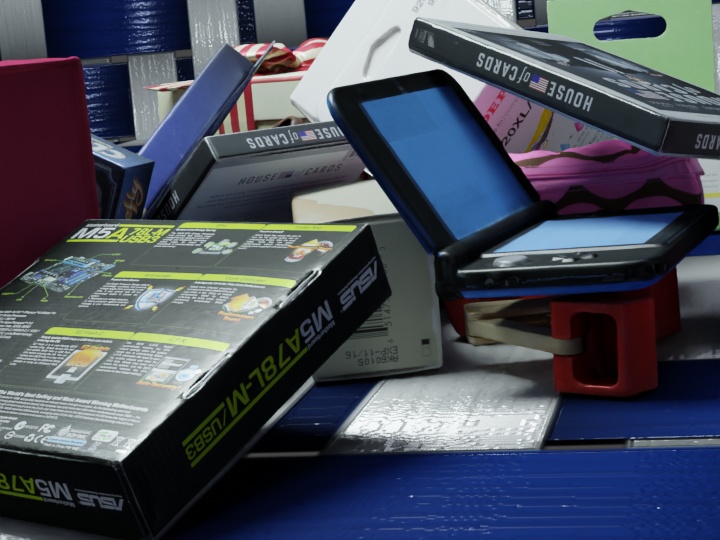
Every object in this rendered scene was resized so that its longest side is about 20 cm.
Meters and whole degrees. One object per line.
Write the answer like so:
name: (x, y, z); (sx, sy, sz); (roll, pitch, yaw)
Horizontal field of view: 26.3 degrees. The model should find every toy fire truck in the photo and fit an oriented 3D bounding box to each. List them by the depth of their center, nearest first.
toy fire truck: (0.108, 0.024, 0.879); (0.140, 0.049, 0.199); (-14, 13, -43)

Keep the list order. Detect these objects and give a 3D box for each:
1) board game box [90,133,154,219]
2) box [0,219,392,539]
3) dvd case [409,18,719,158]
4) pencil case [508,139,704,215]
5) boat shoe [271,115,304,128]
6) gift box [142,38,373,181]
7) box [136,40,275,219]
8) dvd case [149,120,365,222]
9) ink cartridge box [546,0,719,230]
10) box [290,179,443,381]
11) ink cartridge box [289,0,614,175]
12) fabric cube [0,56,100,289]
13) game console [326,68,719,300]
board game box: (-0.235, -0.041, 0.989); (0.199, 0.137, 0.035); (23, 19, 21)
box: (-0.116, 0.041, 0.728); (0.198, 0.048, 0.193); (1, 30, 36)
dvd case: (0.148, -0.109, 0.931); (0.149, 0.025, 0.199); (-2, 23, -45)
pencil case: (0.130, -0.052, 1.024); (0.198, 0.092, 0.094); (-8, -28, -3)
boat shoe: (-0.112, -0.050, 1.174); (0.199, 0.070, 0.071); (-31, 37, 13)
gift box: (-0.069, -0.097, 1.297); (0.198, 0.189, 0.184); (1, 10, 30)
box: (-0.134, -0.078, 1.080); (0.201, 0.032, 0.121); (-58, 6, -38)
dvd case: (-0.085, -0.034, 1.075); (0.149, 0.025, 0.200); (-12, -26, -40)
ink cartridge box: (0.229, -0.131, 1.294); (0.144, 0.202, 0.048); (-3, 7, 12)
box: (0.000, 0.000, 0.955); (0.077, 0.096, 0.200); (-7, 8, -3)
ink cartridge box: (0.079, -0.124, 1.175); (0.145, 0.148, 0.199); (42, 13, 33)
fabric cube: (-0.281, -0.012, 0.862); (0.198, 0.199, 0.199); (5, 13, 42)
game console: (0.098, -0.059, 0.868); (0.169, 0.120, 0.200); (-4, 10, 24)
